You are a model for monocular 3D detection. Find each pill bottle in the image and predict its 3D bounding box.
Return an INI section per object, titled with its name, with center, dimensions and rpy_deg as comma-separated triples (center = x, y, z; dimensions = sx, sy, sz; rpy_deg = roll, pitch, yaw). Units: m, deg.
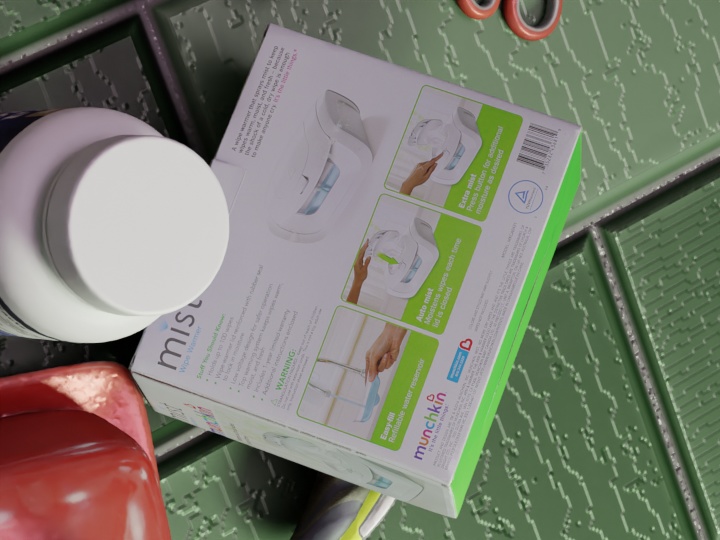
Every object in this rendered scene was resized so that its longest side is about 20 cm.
[pill bottle]
center = -0.144, -0.022, 1.296
dimensions = 0.111, 0.200, 0.111
rpy_deg = -1, 92, -31

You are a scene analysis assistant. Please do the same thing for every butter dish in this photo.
[butter dish]
center = -0.160, 0.157, 1.322
dimensions = 0.199, 0.148, 0.201
rpy_deg = -11, 97, -29

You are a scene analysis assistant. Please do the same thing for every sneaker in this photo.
[sneaker]
center = -0.009, 0.065, 1.464
dimensions = 0.081, 0.074, 0.200
rpy_deg = 22, 77, -15

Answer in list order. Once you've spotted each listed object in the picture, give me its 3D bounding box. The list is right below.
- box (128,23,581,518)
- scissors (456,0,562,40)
[box]
center = 0.000, 0.000, 1.390
dimensions = 0.176, 0.097, 0.200
rpy_deg = 18, 76, 9
[scissors]
center = 0.116, -0.223, 1.553
dimensions = 0.073, 0.014, 0.200
rpy_deg = 32, 77, -25
